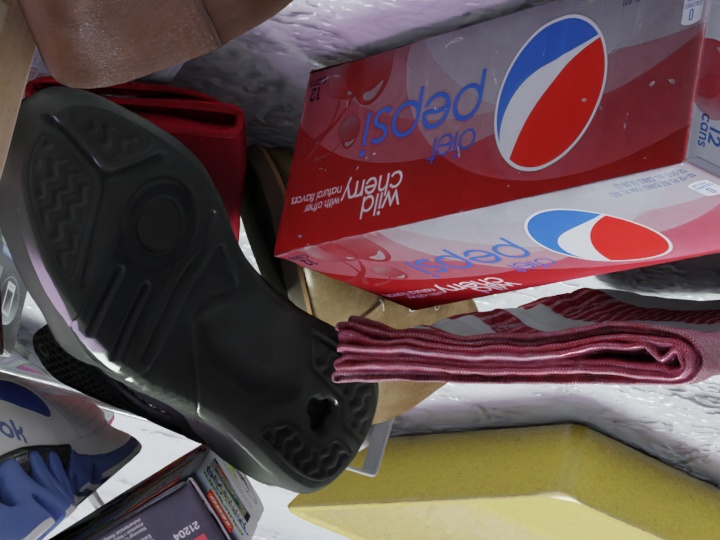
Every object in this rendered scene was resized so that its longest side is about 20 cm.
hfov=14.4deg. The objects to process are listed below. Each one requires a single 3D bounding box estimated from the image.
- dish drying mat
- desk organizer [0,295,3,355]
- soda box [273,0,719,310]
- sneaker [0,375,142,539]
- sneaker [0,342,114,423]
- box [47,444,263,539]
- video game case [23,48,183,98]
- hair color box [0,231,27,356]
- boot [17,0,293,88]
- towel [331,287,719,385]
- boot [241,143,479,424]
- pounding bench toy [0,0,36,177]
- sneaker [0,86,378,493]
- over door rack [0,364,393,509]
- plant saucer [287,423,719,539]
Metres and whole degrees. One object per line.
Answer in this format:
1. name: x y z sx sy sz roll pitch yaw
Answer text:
1. dish drying mat: -0.080 -0.032 1.034 0.077 0.018 0.200 5 167 -3
2. desk organizer: -0.229 0.010 1.035 0.200 0.077 0.072 -2 -161 -5
3. soda box: 0.059 -0.038 0.891 0.063 0.070 0.200 21 161 -33
4. sneaker: -0.146 0.049 0.985 0.115 0.081 0.199 51 -175 -1
5. sneaker: -0.190 0.054 1.355 0.081 0.088 0.200 -28 165 23
6. box: -0.129 0.130 1.012 0.200 0.035 0.110 -32 -177 3
7. video game case: -0.165 -0.079 1.001 0.182 0.022 0.200 16 163 -12
8. hair color box: -0.246 -0.018 1.178 0.200 0.065 0.109 8 164 19
9. boot: -0.100 -0.085 0.739 0.186 0.064 0.200 -31 160 -2
10. towel: 0.102 0.020 1.008 0.144 0.023 0.200 0 -176 34
11. boot: 0.000 0.000 1.098 0.075 0.074 0.200 -20 153 2
12. pounding bench toy: -0.181 -0.055 0.789 0.124 0.200 0.156 -1 158 35
13. sneaker: -0.084 0.002 0.965 0.114 0.076 0.199 18 163 38
14. over door rack: -0.104 0.072 1.225 0.200 0.067 0.148 4 -176 -27
15. plant saucer: 0.101 0.122 1.399 0.200 0.049 0.200 26 159 -36
